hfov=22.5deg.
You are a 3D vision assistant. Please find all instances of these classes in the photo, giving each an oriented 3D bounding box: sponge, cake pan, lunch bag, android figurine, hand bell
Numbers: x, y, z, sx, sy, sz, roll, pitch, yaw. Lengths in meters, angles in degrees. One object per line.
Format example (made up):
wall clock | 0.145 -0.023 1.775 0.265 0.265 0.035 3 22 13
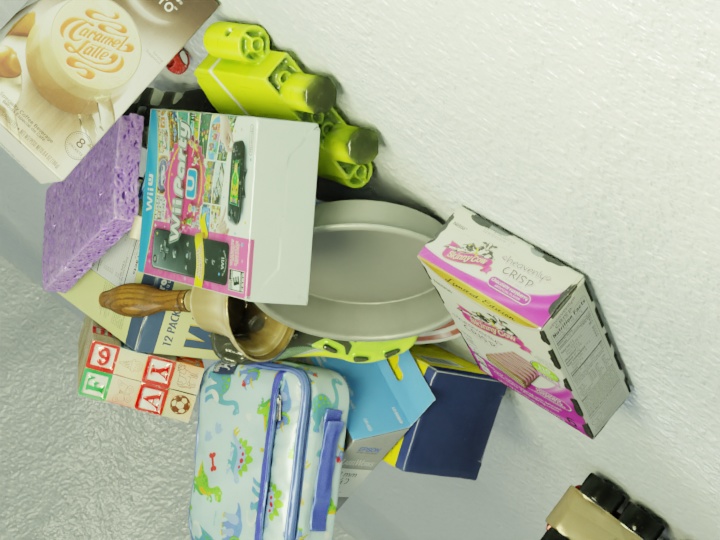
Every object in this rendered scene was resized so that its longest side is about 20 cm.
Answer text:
sponge | -0.263 -0.064 1.765 0.030 0.112 0.200 11 154 -27
cake pan | 0.000 0.000 1.578 0.199 0.037 0.201 1 149 1
lunch bag | -0.089 0.184 1.756 0.160 0.201 0.082 7 180 45
android figurine | -0.067 -0.138 1.530 0.182 0.041 0.200 48 164 -30
hand bell | -0.165 0.028 1.677 0.199 0.104 0.104 1 144 37

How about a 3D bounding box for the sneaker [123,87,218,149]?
sneaker | -0.146 -0.130 1.736 0.088 0.074 0.200 27 176 -42

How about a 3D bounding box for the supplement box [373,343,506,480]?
supplement box | 0.036 0.126 1.865 0.109 0.109 0.200 12 -171 -42

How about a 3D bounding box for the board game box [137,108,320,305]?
board game box | -0.113 -0.057 1.515 0.064 0.148 0.200 2 -175 -31

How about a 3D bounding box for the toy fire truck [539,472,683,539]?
toy fire truck | 0.276 0.319 1.919 0.176 0.129 0.200 36 177 16

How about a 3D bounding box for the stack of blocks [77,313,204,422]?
stack of blocks | -0.228 0.086 1.860 0.115 0.059 0.200 15 -169 -12

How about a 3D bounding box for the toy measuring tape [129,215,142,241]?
toy measuring tape | -0.126 -0.012 1.711 0.073 0.074 0.200 27 -177 43

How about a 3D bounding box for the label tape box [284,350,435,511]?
label tape box | -0.032 0.138 1.807 0.063 0.200 0.145 10 -141 -42

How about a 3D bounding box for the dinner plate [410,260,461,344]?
dinner plate | 0.016 0.019 1.699 0.199 0.024 0.200 8 156 4

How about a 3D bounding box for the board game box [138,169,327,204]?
board game box | -0.108 -0.061 1.709 0.199 0.037 0.151 18 174 -9

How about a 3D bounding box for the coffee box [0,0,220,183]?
coffee box | -0.228 -0.182 1.481 0.114 0.200 0.080 44 165 -17

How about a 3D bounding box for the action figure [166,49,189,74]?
action figure | -0.218 -0.237 1.607 0.065 0.052 0.200 33 170 48

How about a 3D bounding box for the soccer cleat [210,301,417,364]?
soccer cleat | -0.043 0.052 1.715 0.084 0.199 0.065 -62 -33 -74

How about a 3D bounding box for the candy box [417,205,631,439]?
candy box | 0.140 0.047 1.514 0.136 0.061 0.200 31 163 34

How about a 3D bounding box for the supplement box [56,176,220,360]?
supplement box | -0.180 -0.004 1.864 0.199 0.135 0.200 9 -167 -38
